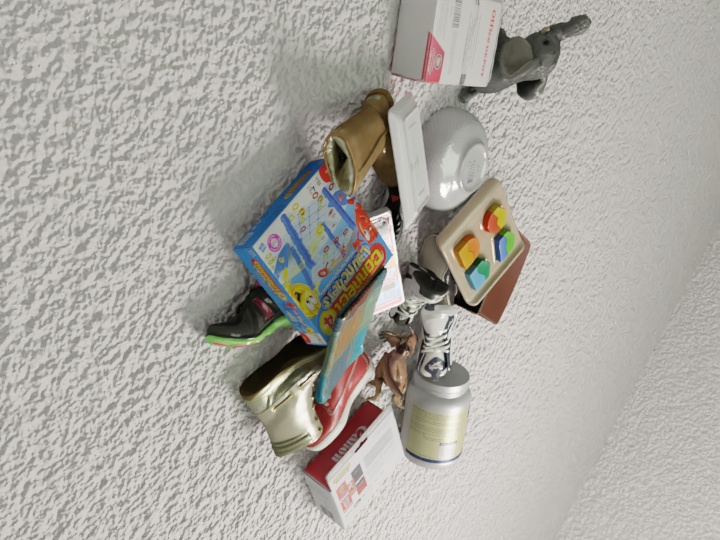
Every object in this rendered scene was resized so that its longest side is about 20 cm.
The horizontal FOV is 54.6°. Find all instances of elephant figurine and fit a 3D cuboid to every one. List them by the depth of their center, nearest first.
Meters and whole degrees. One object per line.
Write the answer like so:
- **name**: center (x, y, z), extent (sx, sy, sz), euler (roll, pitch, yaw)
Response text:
- **elephant figurine**: center (0.300, -0.388, 1.285), extent (0.140, 0.197, 0.158), euler (-32, 131, -37)

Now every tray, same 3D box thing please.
- **tray**: center (0.086, -0.182, 1.156), extent (0.108, 0.022, 0.204), euler (-50, 137, -51)

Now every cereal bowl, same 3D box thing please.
- **cereal bowl**: center (0.186, -0.205, 1.333), extent (0.198, 0.082, 0.205), euler (-28, 128, -42)

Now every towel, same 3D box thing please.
- **towel**: center (-0.015, 0.102, 1.086), extent (0.147, 0.021, 0.203), euler (-48, 161, -44)

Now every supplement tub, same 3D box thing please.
- **supplement tub**: center (0.164, 0.309, 1.517), extent (0.143, 0.143, 0.205), euler (-17, 122, -45)

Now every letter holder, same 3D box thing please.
- **letter holder**: center (0.285, 0.001, 1.552), extent (0.141, 0.099, 0.204), euler (25, 88, -55)

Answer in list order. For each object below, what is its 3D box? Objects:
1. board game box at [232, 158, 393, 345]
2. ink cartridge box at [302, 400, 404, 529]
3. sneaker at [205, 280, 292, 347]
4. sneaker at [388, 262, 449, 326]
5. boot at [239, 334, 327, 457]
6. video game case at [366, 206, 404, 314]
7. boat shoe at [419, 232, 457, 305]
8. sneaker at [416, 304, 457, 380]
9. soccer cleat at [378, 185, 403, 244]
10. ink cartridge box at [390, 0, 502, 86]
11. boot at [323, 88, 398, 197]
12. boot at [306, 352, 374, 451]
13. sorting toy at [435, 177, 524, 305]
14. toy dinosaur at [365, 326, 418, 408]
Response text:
- **board game box**: center (-0.064, -0.028, 1.059), extent (0.197, 0.055, 0.201), euler (53, 57, -26)
- **ink cartridge box**: center (-0.013, 0.367, 1.375), extent (0.200, 0.083, 0.178), euler (-42, 137, -30)
- **sneaker**: center (-0.157, 0.058, 1.061), extent (0.198, 0.076, 0.086), euler (-26, 102, -40)
- **sneaker**: center (0.107, 0.061, 1.313), extent (0.201, 0.074, 0.118), euler (-101, -147, -80)
- **boot**: center (-0.091, 0.201, 1.170), extent (0.198, 0.072, 0.157), euler (-35, 120, -21)
- **video game case**: center (0.000, 0.000, 1.208), extent (0.140, 0.018, 0.203), euler (-21, 128, -12)
- **boat shoe**: center (0.164, -0.002, 1.430), extent (0.057, 0.065, 0.204), euler (-53, 144, -43)
- **sneaker**: center (0.154, 0.151, 1.406), extent (0.200, 0.077, 0.133), euler (98, -6, -71)
- **soccer cleat**: center (0.066, -0.112, 1.249), extent (0.073, 0.067, 0.205), euler (2, 106, -61)
- **ink cartridge box**: center (0.150, -0.397, 1.188), extent (0.197, 0.084, 0.149), euler (-12, 117, -46)
- **boot**: center (0.010, -0.171, 1.091), extent (0.201, 0.065, 0.178), euler (-60, 138, -50)
- **boot**: center (-0.069, 0.210, 1.245), extent (0.202, 0.071, 0.144), euler (-58, 137, -15)
- **sorting toy**: center (0.248, -0.052, 1.393), extent (0.185, 0.036, 0.201), euler (-47, 131, -13)
- **toy dinosaur**: center (0.062, 0.180, 1.335), extent (0.200, 0.084, 0.139), euler (-54, 160, -84)
